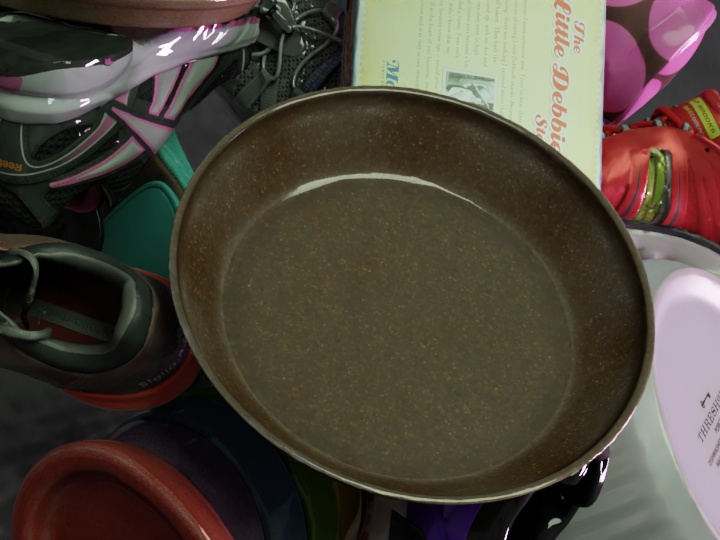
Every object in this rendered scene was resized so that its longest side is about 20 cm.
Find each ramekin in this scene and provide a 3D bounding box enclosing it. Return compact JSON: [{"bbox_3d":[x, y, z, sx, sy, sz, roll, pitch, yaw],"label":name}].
[{"bbox_3d":[0.133,0.090,1.176,0.200,0.105,0.201,37,40,-39],"label":"ramekin"}]

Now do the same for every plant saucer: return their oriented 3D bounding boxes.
[{"bbox_3d":[0.019,0.015,1.035,0.200,0.037,0.201,8,53,-11],"label":"plant saucer"}]

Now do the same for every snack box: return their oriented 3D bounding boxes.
[{"bbox_3d":[0.053,-0.126,1.165,0.116,0.037,0.201,8,67,-9],"label":"snack box"}]

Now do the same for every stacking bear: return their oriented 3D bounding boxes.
[{"bbox_3d":[-0.044,0.100,1.098,0.200,0.121,0.114,-20,82,-52],"label":"stacking bear"}]

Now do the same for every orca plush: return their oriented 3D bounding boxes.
[{"bbox_3d":[0.000,0.000,1.129,0.105,0.071,0.200,48,22,27],"label":"orca plush"}]

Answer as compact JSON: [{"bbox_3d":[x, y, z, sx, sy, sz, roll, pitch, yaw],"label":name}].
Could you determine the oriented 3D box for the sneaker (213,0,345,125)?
[{"bbox_3d":[-0.048,-0.109,1.207,0.200,0.082,0.075,34,76,29],"label":"sneaker"}]

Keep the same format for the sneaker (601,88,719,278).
[{"bbox_3d":[0.136,-0.054,1.217,0.199,0.085,0.077,19,26,-25],"label":"sneaker"}]

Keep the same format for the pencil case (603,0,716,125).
[{"bbox_3d":[0.073,-0.155,1.258,0.200,0.091,0.094,40,13,-2],"label":"pencil case"}]

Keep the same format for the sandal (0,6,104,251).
[{"bbox_3d":[-0.175,-0.085,1.152,0.075,0.045,0.200,-30,77,1],"label":"sandal"}]

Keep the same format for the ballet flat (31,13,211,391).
[{"bbox_3d":[-0.095,-0.036,1.184,0.070,0.067,0.201,-5,64,-53],"label":"ballet flat"}]

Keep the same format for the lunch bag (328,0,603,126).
[{"bbox_3d":[0.041,-0.074,1.291,0.160,0.077,0.201,18,51,-23],"label":"lunch bag"}]

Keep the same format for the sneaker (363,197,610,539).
[{"bbox_3d":[0.057,0.064,1.077,0.070,0.099,0.201,29,57,-59],"label":"sneaker"}]

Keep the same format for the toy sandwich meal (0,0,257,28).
[{"bbox_3d":[-0.123,-0.165,1.120,0.204,0.071,0.205,10,19,-4],"label":"toy sandwich meal"}]

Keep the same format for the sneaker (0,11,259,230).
[{"bbox_3d":[-0.113,-0.071,1.104,0.080,0.087,0.200,19,20,21],"label":"sneaker"}]

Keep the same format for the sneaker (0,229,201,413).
[{"bbox_3d":[-0.163,0.005,1.039,0.199,0.082,0.077,6,74,13],"label":"sneaker"}]
